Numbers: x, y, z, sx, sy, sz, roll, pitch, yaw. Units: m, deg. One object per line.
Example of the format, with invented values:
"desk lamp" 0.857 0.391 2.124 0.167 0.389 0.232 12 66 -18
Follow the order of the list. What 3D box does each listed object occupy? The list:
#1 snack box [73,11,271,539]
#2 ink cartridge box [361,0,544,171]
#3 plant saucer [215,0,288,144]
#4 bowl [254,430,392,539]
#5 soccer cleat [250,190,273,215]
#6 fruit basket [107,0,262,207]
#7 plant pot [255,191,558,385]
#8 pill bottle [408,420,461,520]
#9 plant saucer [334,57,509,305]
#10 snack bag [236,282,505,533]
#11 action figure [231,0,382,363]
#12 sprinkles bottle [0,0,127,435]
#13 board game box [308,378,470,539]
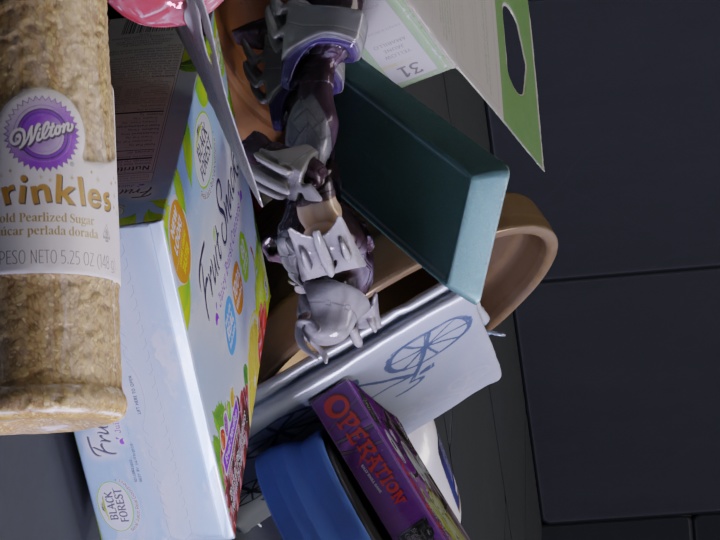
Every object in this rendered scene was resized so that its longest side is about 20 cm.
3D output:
"snack box" -0.092 0.000 1.094 0.200 0.068 0.169 -86 168 -59
"ink cartridge box" 0.032 -0.155 1.293 0.200 0.048 0.146 50 29 -45
"plant saucer" -0.070 -0.149 1.270 0.200 0.032 0.200 50 32 -47
"bowl" 0.017 0.169 1.230 0.201 0.039 0.201 56 3 -5
"soccer cleat" -0.063 -0.021 1.377 0.200 0.067 0.077 73 30 -56
"fruit basket" -0.083 -0.153 0.998 0.200 0.094 0.185 57 -11 37
"plant pot" 0.000 0.000 1.300 0.093 0.201 0.201 59 0 17
"pill bottle" -0.001 0.125 1.527 0.200 0.111 0.111 70 17 -63
"plant saucer" 0.013 -0.054 1.182 0.200 0.019 0.070 43 -53 56
"snack bag" -0.008 0.073 1.299 0.021 0.189 0.200 59 0 18
"action figure" -0.025 -0.046 1.148 0.130 0.069 0.200 93 -6 -62
"sprinkles bottle" -0.123 -0.041 0.889 0.068 0.068 0.200 47 40 -78
"board game box" 0.046 0.153 1.238 0.200 0.032 0.120 58 8 17
